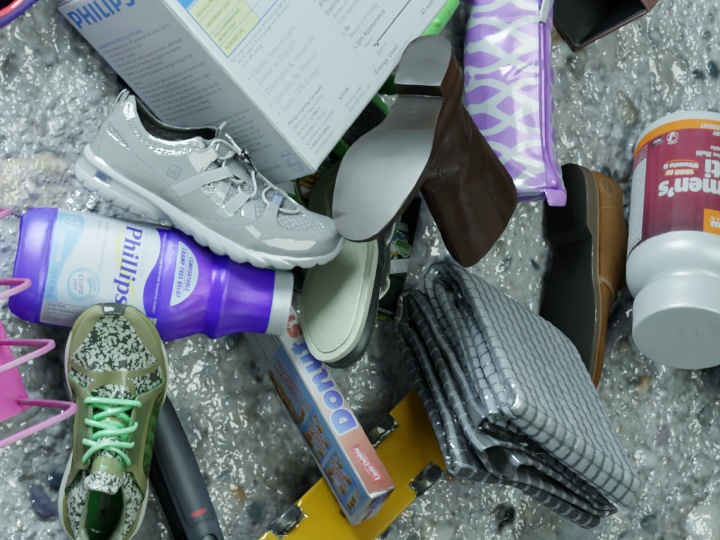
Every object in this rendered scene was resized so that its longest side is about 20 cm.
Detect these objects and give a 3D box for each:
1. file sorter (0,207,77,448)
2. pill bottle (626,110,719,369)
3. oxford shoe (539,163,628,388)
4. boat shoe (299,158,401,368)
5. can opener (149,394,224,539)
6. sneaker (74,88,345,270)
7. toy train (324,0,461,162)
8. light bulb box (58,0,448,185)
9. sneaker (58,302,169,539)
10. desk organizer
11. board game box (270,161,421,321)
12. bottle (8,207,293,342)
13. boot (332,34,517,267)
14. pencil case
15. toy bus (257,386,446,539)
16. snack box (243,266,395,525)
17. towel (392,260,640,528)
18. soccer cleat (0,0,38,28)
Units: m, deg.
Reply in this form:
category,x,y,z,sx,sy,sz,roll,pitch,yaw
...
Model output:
category,x,y,z,sx,sy,sz,roll,pitch,yaw
file sorter,-0.294,0.028,1.532,0.139,0.125,0.200,-24,101,-31
pill bottle,0.277,-0.026,1.880,0.109,0.109,0.200,31,49,-28
oxford shoe,0.196,0.014,1.889,0.071,0.071,0.201,11,81,-38
boat shoe,0.000,0.000,1.691,0.068,0.072,0.200,44,31,-31
can opener,-0.128,0.182,1.671,0.078,0.063,0.201,-18,98,-32
sneaker,-0.100,-0.062,1.611,0.200,0.075,0.082,22,106,-8
toy train,0.027,-0.166,1.791,0.042,0.056,0.200,43,67,-24
light bulb box,-0.077,-0.198,1.669,0.200,0.125,0.198,48,58,-19
sneaker,-0.173,0.121,1.588,0.077,0.089,0.201,1,111,-7
desk organizer,0.165,-0.282,1.878,0.077,0.072,0.200,-48,113,-22
board game box,-0.046,-0.037,1.758,0.200,0.023,0.105,20,78,-31
bottle,-0.149,0.009,1.622,0.199,0.065,0.084,10,72,-8
boot,0.055,-0.048,1.700,0.187,0.064,0.200,-63,151,-25
pencil case,0.129,-0.151,1.840,0.084,0.085,0.201,-4,92,-52
toy bus,-0.002,0.174,1.740,0.065,0.078,0.200,46,63,2
snack box,-0.039,0.090,1.679,0.024,0.072,0.200,-24,75,-21
towel,0.118,0.101,1.760,0.086,0.200,0.165,-43,129,17
soccer cleat,-0.222,-0.234,1.620,0.200,0.073,0.068,-44,111,-26
